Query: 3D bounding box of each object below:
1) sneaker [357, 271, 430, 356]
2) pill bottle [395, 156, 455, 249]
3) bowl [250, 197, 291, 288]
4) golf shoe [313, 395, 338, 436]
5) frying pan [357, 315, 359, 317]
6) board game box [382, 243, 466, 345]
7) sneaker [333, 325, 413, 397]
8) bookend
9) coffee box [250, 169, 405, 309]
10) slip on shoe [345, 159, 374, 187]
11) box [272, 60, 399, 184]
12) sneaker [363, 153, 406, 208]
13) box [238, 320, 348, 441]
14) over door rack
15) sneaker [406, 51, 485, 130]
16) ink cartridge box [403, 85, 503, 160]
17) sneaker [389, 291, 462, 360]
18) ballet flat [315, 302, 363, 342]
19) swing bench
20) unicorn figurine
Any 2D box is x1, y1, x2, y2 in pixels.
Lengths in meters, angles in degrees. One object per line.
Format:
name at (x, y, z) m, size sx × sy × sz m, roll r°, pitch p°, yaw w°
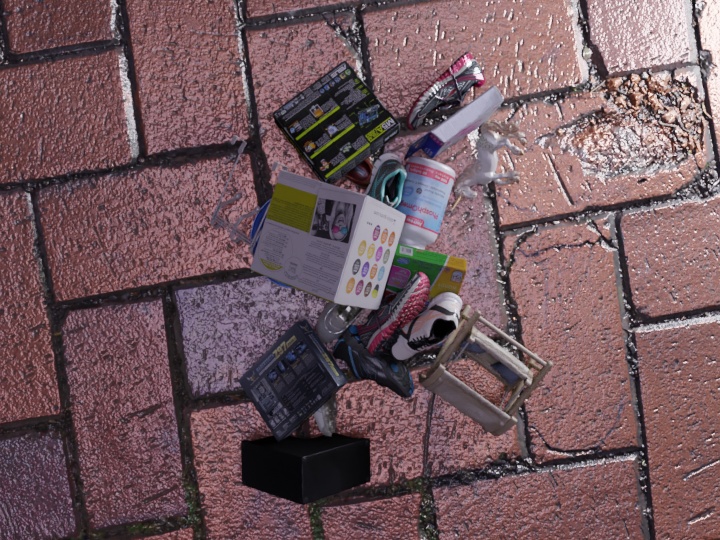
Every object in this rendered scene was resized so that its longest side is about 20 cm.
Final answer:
sneaker at (0.063, 0.079, 1.491) m, size 0.201 × 0.080 × 0.075 m, roll -51°, pitch 62°, yaw 19°
pill bottle at (0.121, -0.125, 1.547) m, size 0.106 × 0.109 × 0.205 m, roll 17°, pitch 91°, yaw -2°
bowl at (-0.134, -0.064, 1.568) m, size 0.195 × 0.039 × 0.206 m, roll 0°, pitch 90°, yaw 4°
golf shoe at (-0.109, 0.257, 1.580) m, size 0.095 × 0.078 × 0.205 m, roll -16°, pitch 87°, yaw 17°
frying pan at (-0.015, -0.009, 1.589) m, size 0.113 × 0.031 × 0.193 m, roll 25°, pitch 88°, yaw -1°
board game box at (0.122, 0.053, 1.534) m, size 0.149 × 0.041 × 0.203 m, roll 12°, pitch 125°, yaw -1°
sneaker at (0.030, 0.205, 1.584) m, size 0.199 × 0.073 × 0.082 m, roll 43°, pitch 116°, yaw -4°
bookend at (-0.115, 0.399, 1.550) m, size 0.197 × 0.196 × 0.095 m, roll 0°, pitch 92°, yaw 43°
coffee box at (-0.058, -0.053, 1.415) m, size 0.196 × 0.199 × 0.202 m, roll 18°, pitch 92°, yaw 26°
slip on shoe at (-0.050, -0.245, 1.564) m, size 0.198 × 0.061 × 0.075 m, roll 35°, pitch 92°, yaw -1°
box at (-0.050, -0.304, 1.532) m, size 0.199 × 0.048 × 0.194 m, roll -38°, pitch 77°, yaw -9°
sneaker at (0.040, -0.136, 1.517) m, size 0.076 × 0.091 × 0.204 m, roll 12°, pitch 105°, yaw -21°
box at (-0.141, 0.227, 1.526) m, size 0.200 × 0.051 × 0.159 m, roll -44°, pitch 75°, yaw 22°
over door rack at (-0.222, -0.151, 1.519) m, size 0.146 × 0.066 × 0.204 m, roll 32°, pitch 111°, yaw 32°
sneaker at (0.176, -0.365, 1.551) m, size 0.199 × 0.081 × 0.075 m, roll -42°, pitch 95°, yaw -1°
ink cartridge box at (0.184, -0.280, 1.501) m, size 0.198 × 0.196 × 0.044 m, roll -36°, pitch 90°, yaw 0°
sneaker at (0.126, 0.127, 1.512) m, size 0.073 × 0.081 × 0.200 m, roll 33°, pitch 124°, yaw -18°
ballet flat at (-0.025, 0.077, 1.557) m, size 0.069 × 0.069 × 0.200 m, roll 45°, pitch 98°, yaw -2°
swing bench at (0.256, 0.215, 1.550) m, size 0.197 × 0.130 × 0.202 m, roll 34°, pitch 91°, yaw -3°
unicorn figurine at (0.272, -0.220, 1.566) m, size 0.134 × 0.074 × 0.205 m, roll 8°, pitch 101°, yaw 7°
